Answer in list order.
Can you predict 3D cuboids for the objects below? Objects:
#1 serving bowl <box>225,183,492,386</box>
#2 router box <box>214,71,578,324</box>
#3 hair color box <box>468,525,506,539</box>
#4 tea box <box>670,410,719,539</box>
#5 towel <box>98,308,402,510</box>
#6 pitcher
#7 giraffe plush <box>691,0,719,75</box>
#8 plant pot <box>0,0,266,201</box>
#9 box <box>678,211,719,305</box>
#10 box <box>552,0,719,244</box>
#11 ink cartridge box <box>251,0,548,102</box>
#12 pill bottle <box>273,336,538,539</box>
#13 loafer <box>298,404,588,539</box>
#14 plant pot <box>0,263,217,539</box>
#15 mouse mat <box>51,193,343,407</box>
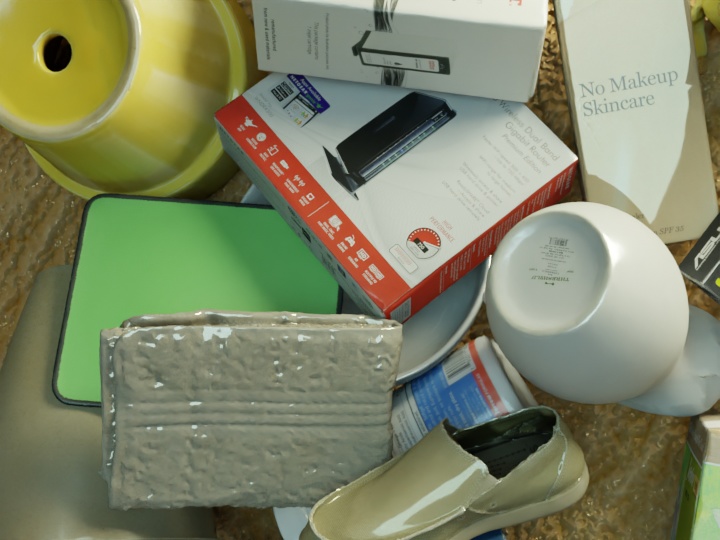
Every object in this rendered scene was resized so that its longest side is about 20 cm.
[{"bbox_3d":[0.000,0.000,0.892,0.197,0.066,0.203,-2,68,6],"label":"serving bowl"},{"bbox_3d":[0.023,-0.085,0.858,0.179,0.049,0.200,-37,69,-13],"label":"router box"},{"bbox_3d":[0.058,0.251,0.835,0.099,0.061,0.202,-11,123,-2],"label":"hair color box"},{"bbox_3d":[0.312,0.211,0.807,0.197,0.134,0.200,8,91,11],"label":"tea box"},{"bbox_3d":[-0.074,0.094,0.789,0.197,0.035,0.134,2,107,-7],"label":"towel"},{"bbox_3d":[0.141,0.032,0.798,0.170,0.199,0.123,1,73,33],"label":"pitcher"},{"bbox_3d":[0.305,-0.198,0.796,0.197,0.162,0.175,15,93,10],"label":"giraffe plush"},{"bbox_3d":[-0.187,-0.148,0.883,0.198,0.189,0.204,0,90,12],"label":"plant pot"},{"bbox_3d":[0.340,-0.004,0.811,0.199,0.044,0.161,35,97,-14],"label":"box"},{"bbox_3d":[0.192,-0.121,0.845,0.094,0.078,0.203,-10,98,10],"label":"box"},{"bbox_3d":[0.033,-0.210,0.840,0.197,0.085,0.148,6,60,3],"label":"ink cartridge box"},{"bbox_3d":[0.039,0.146,0.874,0.199,0.112,0.113,-34,83,10],"label":"pill bottle"},{"bbox_3d":[0.051,0.134,0.762,0.198,0.076,0.069,-18,120,-15],"label":"loafer"},{"bbox_3d":[-0.202,0.103,0.902,0.185,0.187,0.203,-5,76,11],"label":"plant pot"},{"bbox_3d":[-0.111,0.024,0.847,0.197,0.008,0.163,5,68,1],"label":"mouse mat"}]
